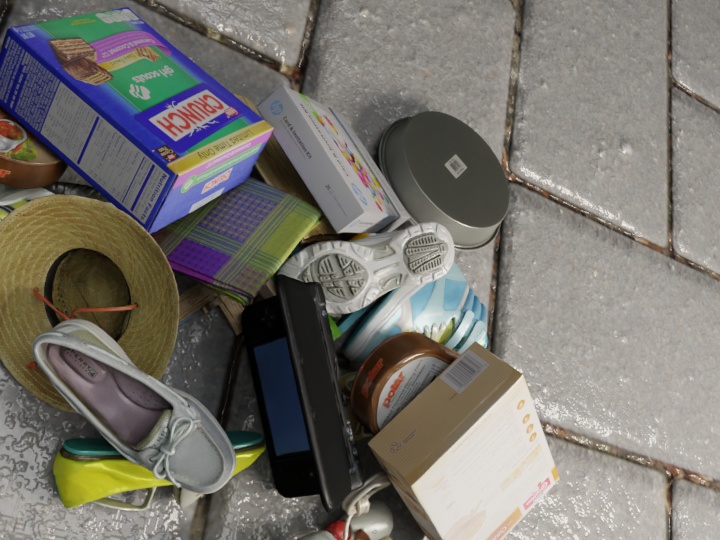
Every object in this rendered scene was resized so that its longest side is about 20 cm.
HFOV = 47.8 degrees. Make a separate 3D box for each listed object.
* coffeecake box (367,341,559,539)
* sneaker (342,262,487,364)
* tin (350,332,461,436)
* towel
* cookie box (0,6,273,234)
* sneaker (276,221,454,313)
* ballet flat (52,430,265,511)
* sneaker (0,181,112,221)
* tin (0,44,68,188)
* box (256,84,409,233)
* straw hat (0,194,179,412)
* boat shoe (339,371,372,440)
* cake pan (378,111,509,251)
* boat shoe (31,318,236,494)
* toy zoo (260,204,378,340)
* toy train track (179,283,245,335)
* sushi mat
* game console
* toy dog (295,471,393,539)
[{"bbox_3d":[0.114,0.199,0.843,0.153,0.073,0.201,-41,133,-15],"label":"coffeecake box"},{"bbox_3d":[0.078,0.071,0.943,0.131,0.079,0.200,49,56,0],"label":"sneaker"},{"bbox_3d":[0.072,0.135,0.860,0.199,0.042,0.113,28,91,-44],"label":"tin"},{"bbox_3d":[-0.148,-0.046,0.815,0.197,0.023,0.144,19,52,24],"label":"towel"},{"bbox_3d":[-0.208,-0.148,0.762,0.199,0.076,0.171,40,32,4],"label":"cookie box"},{"bbox_3d":[0.000,0.000,0.891,0.197,0.099,0.079,-10,92,-17],"label":"sneaker"},{"bbox_3d":[-0.186,0.190,0.765,0.197,0.067,0.068,3,93,-28],"label":"ballet flat"},{"bbox_3d":[-0.314,-0.044,0.764,0.197,0.075,0.078,0,85,-23],"label":"sneaker"},{"bbox_3d":[-0.311,-0.149,0.766,0.111,0.042,0.201,24,35,-14],"label":"tin"},{"bbox_3d":[-0.023,-0.114,0.893,0.157,0.041,0.200,57,16,8],"label":"box"},{"bbox_3d":[-0.246,0.022,0.753,0.201,0.201,0.085,47,15,-8],"label":"straw hat"},{"bbox_3d":[0.031,0.141,0.905,0.198,0.063,0.074,-7,77,-33],"label":"boat shoe"},{"bbox_3d":[0.114,-0.121,1.039,0.198,0.037,0.203,19,53,-27],"label":"cake pan"},{"bbox_3d":[-0.192,0.121,0.692,0.202,0.065,0.074,44,91,-5],"label":"boat shoe"},{"bbox_3d":[-0.033,-0.006,0.929,0.132,0.020,0.200,54,46,-6],"label":"toy zoo"},{"bbox_3d":[-0.177,0.034,0.834,0.199,0.032,0.116,-38,94,-34],"label":"toy train track"},{"bbox_3d":[-0.096,-0.115,0.897,0.201,0.012,0.095,56,22,11],"label":"sushi mat"},{"bbox_3d":[-0.073,0.118,0.764,0.115,0.174,0.204,-4,79,-49],"label":"game console"},{"bbox_3d":[-0.029,0.298,0.789,0.198,0.133,0.097,-27,65,-26],"label":"toy dog"}]
